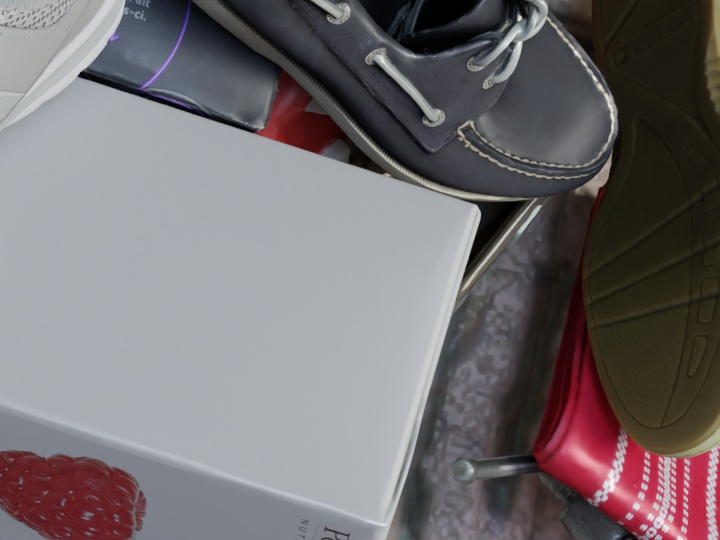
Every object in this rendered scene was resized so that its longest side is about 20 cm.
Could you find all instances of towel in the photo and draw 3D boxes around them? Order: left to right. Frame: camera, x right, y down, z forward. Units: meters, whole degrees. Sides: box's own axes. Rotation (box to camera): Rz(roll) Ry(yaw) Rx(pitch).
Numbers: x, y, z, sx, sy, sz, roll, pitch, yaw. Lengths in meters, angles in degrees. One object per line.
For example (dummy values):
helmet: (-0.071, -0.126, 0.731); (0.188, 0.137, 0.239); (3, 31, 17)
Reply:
towel: (0.149, 0.067, 0.957); (0.200, 0.022, 0.145); (35, 41, -15)

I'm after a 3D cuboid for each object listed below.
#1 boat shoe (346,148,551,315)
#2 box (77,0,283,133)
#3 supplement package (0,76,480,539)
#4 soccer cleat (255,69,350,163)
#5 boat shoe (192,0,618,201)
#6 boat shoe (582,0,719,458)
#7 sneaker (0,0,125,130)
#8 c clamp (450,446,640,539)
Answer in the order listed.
boat shoe: (0.000, 0.000, 0.920); (0.200, 0.065, 0.072); (-43, 100, -20)
box: (-0.078, -0.148, 0.882); (0.122, 0.106, 0.200); (18, 79, -21)
supplement package: (-0.082, 0.028, 0.807); (0.200, 0.121, 0.120); (17, 53, 1)
soccer cleat: (0.000, -0.118, 0.931); (0.085, 0.069, 0.200); (27, 72, 17)
boat shoe: (0.025, -0.073, 0.845); (0.200, 0.063, 0.073); (30, 71, -41)
boat shoe: (0.119, -0.026, 0.926); (0.063, 0.073, 0.201); (27, 49, -38)
sneaker: (-0.131, -0.051, 0.726); (0.075, 0.082, 0.200); (27, 55, 8)
c clamp: (0.128, 0.129, 0.920); (0.200, 0.027, 0.171); (49, 26, 14)
